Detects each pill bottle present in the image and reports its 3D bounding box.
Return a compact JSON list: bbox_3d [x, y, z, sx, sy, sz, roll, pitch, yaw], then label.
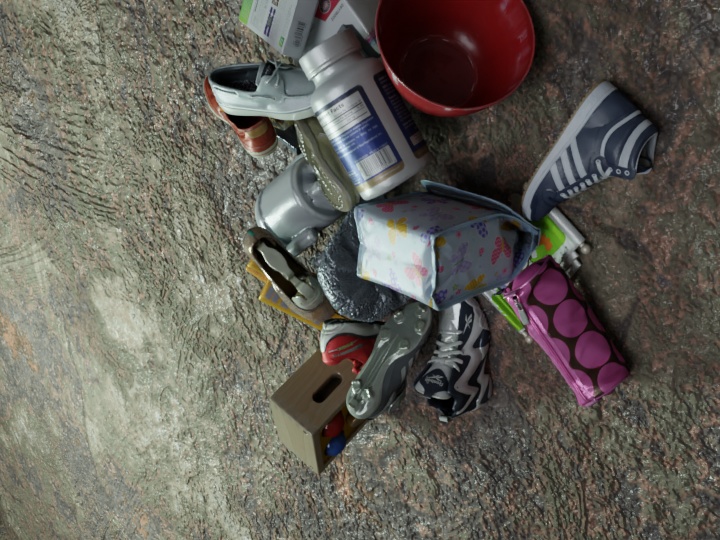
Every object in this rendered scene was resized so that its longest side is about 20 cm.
[{"bbox_3d":[0.003,-0.205,1.047,0.110,0.111,0.202,-21,102,45],"label":"pill bottle"}]

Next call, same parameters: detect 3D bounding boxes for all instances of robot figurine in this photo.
[{"bbox_3d":[-0.098,-0.109,1.301,0.199,0.112,0.173,-29,52,46],"label":"robot figurine"}]

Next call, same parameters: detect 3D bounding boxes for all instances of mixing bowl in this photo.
[{"bbox_3d":[0.109,-0.272,1.005,0.201,0.199,0.109,54,166,8],"label":"mixing bowl"}]

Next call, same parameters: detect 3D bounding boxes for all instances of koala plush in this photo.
[{"bbox_3d":[0.000,0.000,1.239,0.177,0.185,0.200,39,163,-6],"label":"koala plush"}]

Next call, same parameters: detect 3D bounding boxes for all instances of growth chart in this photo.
[{"bbox_3d":[0.231,-0.012,1.116,0.144,0.018,0.202,43,132,20],"label":"growth chart"}]

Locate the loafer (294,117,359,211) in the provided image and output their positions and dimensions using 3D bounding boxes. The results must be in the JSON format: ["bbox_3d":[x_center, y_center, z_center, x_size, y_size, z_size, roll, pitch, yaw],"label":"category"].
[{"bbox_3d":[-0.040,-0.167,1.170,0.076,0.067,0.201,78,167,-50],"label":"loafer"}]

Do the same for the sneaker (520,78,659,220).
[{"bbox_3d":[0.281,-0.118,0.978,0.108,0.070,0.202,43,128,21],"label":"sneaker"}]

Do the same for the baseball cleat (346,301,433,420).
[{"bbox_3d":[0.053,0.137,1.212,0.070,0.106,0.201,41,97,32],"label":"baseball cleat"}]

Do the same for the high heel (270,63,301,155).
[{"bbox_3d":[-0.146,-0.280,1.261,0.142,0.071,0.201,39,157,15],"label":"high heel"}]

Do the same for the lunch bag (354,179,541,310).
[{"bbox_3d":[0.114,-0.046,1.060,0.169,0.197,0.130,23,121,49],"label":"lunch bag"}]

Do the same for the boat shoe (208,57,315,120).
[{"bbox_3d":[-0.128,-0.261,1.129,0.197,0.071,0.072,4,154,23],"label":"boat shoe"}]

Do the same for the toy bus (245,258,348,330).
[{"bbox_3d":[-0.102,0.035,1.341,0.197,0.065,0.079,27,101,-8],"label":"toy bus"}]

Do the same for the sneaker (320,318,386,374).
[{"bbox_3d":[0.014,0.122,1.254,0.076,0.197,0.087,6,89,51],"label":"sneaker"}]

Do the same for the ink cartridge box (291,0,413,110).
[{"bbox_3d":[-0.005,-0.304,1.144,0.202,0.085,0.148,56,135,9],"label":"ink cartridge box"}]

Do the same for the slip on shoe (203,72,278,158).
[{"bbox_3d":[-0.188,-0.254,1.228,0.201,0.073,0.062,54,170,35],"label":"slip on shoe"}]

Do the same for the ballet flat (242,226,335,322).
[{"bbox_3d":[-0.109,0.014,1.255,0.200,0.068,0.067,43,171,-18],"label":"ballet flat"}]

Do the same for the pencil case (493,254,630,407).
[{"bbox_3d":[0.269,0.085,1.055,0.201,0.094,0.090,52,131,-2],"label":"pencil case"}]

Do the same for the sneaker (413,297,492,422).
[{"bbox_3d":[0.131,0.133,1.196,0.078,0.129,0.203,9,116,38],"label":"sneaker"}]

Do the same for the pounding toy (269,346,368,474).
[{"bbox_3d":[-0.031,0.221,1.357,0.141,0.200,0.186,35,152,25],"label":"pounding toy"}]

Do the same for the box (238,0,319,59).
[{"bbox_3d":[-0.113,-0.405,1.151,0.200,0.036,0.146,48,124,49],"label":"box"}]
